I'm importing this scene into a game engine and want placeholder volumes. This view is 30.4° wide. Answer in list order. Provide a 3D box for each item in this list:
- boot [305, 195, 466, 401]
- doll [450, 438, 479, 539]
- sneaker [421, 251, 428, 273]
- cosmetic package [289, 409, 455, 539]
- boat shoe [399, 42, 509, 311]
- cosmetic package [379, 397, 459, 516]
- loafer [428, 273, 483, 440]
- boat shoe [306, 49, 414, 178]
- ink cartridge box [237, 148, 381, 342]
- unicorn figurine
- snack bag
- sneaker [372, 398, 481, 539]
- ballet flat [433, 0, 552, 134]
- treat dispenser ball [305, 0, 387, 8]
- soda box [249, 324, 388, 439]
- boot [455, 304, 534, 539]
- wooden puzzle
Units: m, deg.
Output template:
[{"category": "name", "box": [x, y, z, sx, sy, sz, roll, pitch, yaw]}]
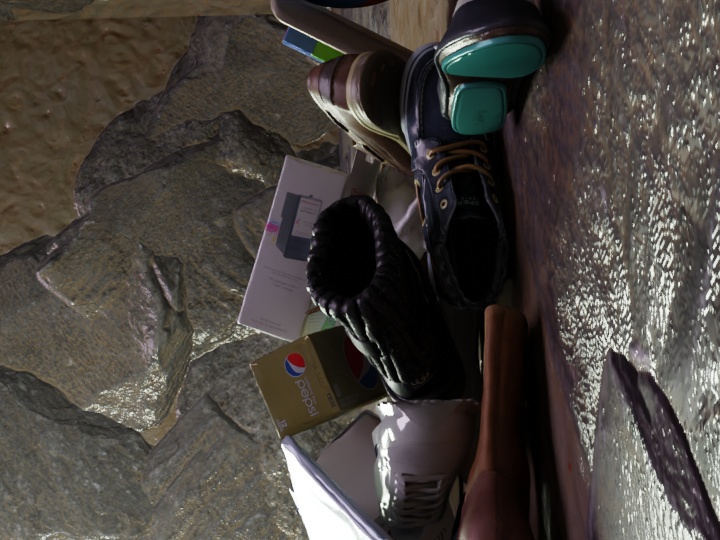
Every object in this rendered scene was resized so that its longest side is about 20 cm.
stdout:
[{"category": "boot", "box": [0.002, -0.001, 0.998, 0.158, 0.079, 0.212, 53, -178, -42]}, {"category": "doll", "box": [0.088, 0.224, 0.996, 0.136, 0.048, 0.203, -33, -55, -69]}, {"category": "sneaker", "box": [0.048, -0.024, 1.335, 0.201, 0.074, 0.089, 102, 171, -65]}, {"category": "cosmetic package", "box": [0.024, 0.232, 1.128, 0.087, 0.103, 0.201, 26, 148, 39]}, {"category": "boat shoe", "box": [0.074, -0.070, 0.969, 0.091, 0.070, 0.203, -144, 45, -85]}, {"category": "cosmetic package", "box": [0.058, 0.198, 1.307, 0.104, 0.072, 0.203, -135, 43, -85]}, {"category": "loafer", "box": [0.066, 0.056, 1.113, 0.070, 0.069, 0.203, 114, 154, -82]}, {"category": "boat shoe", "box": [0.028, -0.121, 1.067, 0.200, 0.067, 0.073, 32, -109, -55]}, {"category": "ink cartridge box", "box": [-0.043, -0.038, 1.240, 0.117, 0.066, 0.203, 5, -78, -77]}, {"category": "unicorn figurine", "box": [0.036, -0.047, 1.196, 0.137, 0.073, 0.201, -46, 19, 40]}, {"category": "snack bag", "box": [0.008, 0.230, 0.968, 0.188, 0.021, 0.202, 38, 148, 49]}, {"category": "sneaker", "box": [0.044, 0.141, 0.943, 0.200, 0.075, 0.082, 91, -176, -71]}, {"category": "ballet flat", "box": [0.078, -0.144, 0.836, 0.200, 0.072, 0.074, 95, 173, -80]}, {"category": "treat dispenser ball", "box": [-0.012, -0.326, 1.121, 0.201, 0.198, 0.204, 178, 90, -87]}, {"category": "soda box", "box": [-0.009, 0.083, 1.123, 0.199, 0.064, 0.068, -11, -104, -63]}, {"category": "boot", "box": [0.087, 0.149, 0.892, 0.189, 0.067, 0.203, 70, -160, -60]}, {"category": "wooden puzzle", "box": [-0.001, -0.192, 1.187, 0.200, 0.183, 0.047, -99, 34, -77]}]
